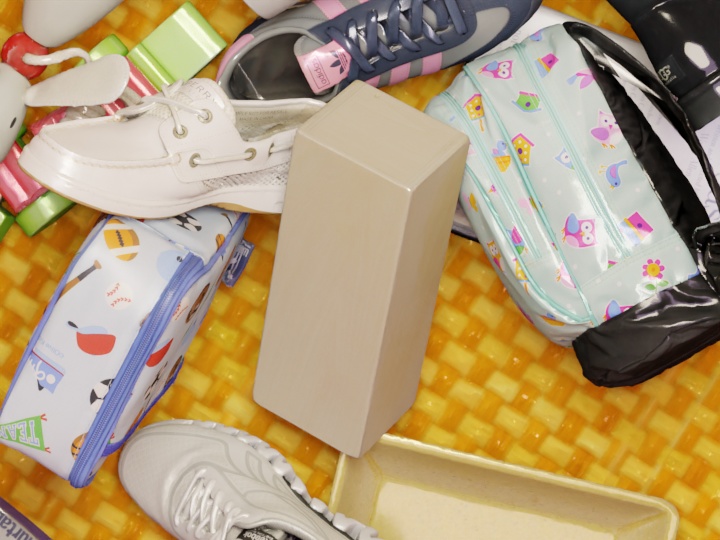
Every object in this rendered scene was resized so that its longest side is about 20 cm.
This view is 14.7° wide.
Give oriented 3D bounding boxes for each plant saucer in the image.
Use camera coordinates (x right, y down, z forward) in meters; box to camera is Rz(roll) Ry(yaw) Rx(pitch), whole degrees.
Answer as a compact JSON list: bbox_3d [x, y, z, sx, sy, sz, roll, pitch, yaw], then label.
[{"bbox_3d":[0.065,0.207,1.628,0.200,0.048,0.200,14,91,-2],"label":"plant saucer"}]

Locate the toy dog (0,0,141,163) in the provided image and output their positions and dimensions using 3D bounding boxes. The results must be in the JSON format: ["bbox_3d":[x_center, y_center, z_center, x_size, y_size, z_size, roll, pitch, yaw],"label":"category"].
[{"bbox_3d":[-0.156,-0.143,1.516,0.132,0.096,0.200,10,96,-14],"label":"toy dog"}]

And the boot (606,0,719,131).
[{"bbox_3d":[0.208,-0.196,1.556,0.200,0.076,0.168,-35,91,-19],"label":"boot"}]

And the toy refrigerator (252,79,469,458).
[{"bbox_3d":[0.000,0.000,1.548,0.076,0.070,0.200,28,133,20],"label":"toy refrigerator"}]

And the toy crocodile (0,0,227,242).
[{"bbox_3d":[-0.162,-0.078,1.603,0.200,0.062,0.068,-37,93,0],"label":"toy crocodile"}]

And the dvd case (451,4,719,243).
[{"bbox_3d":[0.146,-0.063,1.633,0.200,0.018,0.143,20,91,-2],"label":"dvd case"}]

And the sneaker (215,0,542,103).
[{"bbox_3d":[0.008,-0.126,1.555,0.200,0.082,0.070,-19,107,31],"label":"sneaker"}]

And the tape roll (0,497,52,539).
[{"bbox_3d":[-0.233,0.168,1.542,0.200,0.200,0.085,39,90,-3],"label":"tape roll"}]

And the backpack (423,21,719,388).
[{"bbox_3d":[0.124,-0.038,1.550,0.126,0.167,0.200,-28,82,-5],"label":"backpack"}]

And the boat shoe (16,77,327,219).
[{"bbox_3d":[-0.094,-0.072,1.490,0.071,0.200,0.069,39,118,34],"label":"boat shoe"}]

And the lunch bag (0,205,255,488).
[{"bbox_3d":[-0.128,0.030,1.540,0.075,0.200,0.160,27,108,3],"label":"lunch bag"}]

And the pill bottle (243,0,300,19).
[{"bbox_3d":[0.012,-0.221,1.511,0.200,0.111,0.111,-31,93,12],"label":"pill bottle"}]

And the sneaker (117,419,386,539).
[{"bbox_3d":[-0.063,0.143,1.578,0.200,0.081,0.075,29,100,27],"label":"sneaker"}]
